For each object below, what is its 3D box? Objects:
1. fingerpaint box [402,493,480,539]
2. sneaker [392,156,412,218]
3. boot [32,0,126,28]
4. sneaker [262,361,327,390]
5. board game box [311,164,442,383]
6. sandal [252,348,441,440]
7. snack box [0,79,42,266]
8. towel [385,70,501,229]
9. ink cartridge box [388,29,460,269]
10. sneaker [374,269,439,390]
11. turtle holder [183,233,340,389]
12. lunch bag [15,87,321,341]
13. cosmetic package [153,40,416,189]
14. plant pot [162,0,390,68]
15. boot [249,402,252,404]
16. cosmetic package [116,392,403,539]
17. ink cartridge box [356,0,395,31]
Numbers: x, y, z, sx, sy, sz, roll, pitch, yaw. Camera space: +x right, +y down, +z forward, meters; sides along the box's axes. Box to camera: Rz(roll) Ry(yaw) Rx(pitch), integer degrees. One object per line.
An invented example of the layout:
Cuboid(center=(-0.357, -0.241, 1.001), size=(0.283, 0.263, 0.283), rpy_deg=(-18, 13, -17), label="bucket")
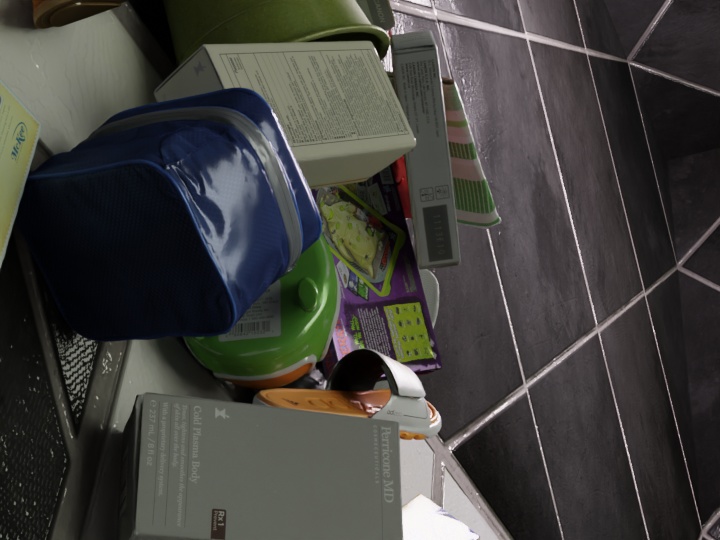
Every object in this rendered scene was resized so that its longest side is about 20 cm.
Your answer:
Cuboid(center=(0.007, 0.295, 1.091), size=(0.168, 0.073, 0.200), rpy_deg=(-62, 164, 16), label="fingerpaint box")
Cuboid(center=(0.001, -0.103, 1.314), size=(0.200, 0.078, 0.116), rpy_deg=(52, 38, -30), label="sneaker")
Cuboid(center=(-0.218, -0.273, 0.981), size=(0.200, 0.076, 0.157), rpy_deg=(-58, 132, -64), label="boot")
Cuboid(center=(-0.062, 0.077, 1.189), size=(0.082, 0.073, 0.200), rpy_deg=(58, 18, -9), label="sneaker")
Cuboid(center=(0.000, 0.000, 1.168), size=(0.119, 0.032, 0.202), rpy_deg=(-3, 75, -43), label="board game box")
Cuboid(center=(0.002, 0.096, 1.050), size=(0.206, 0.079, 0.060), rpy_deg=(8, 103, -51), label="sandal")
Cuboid(center=(-0.263, -0.052, 0.801), size=(0.116, 0.037, 0.202), rpy_deg=(54, 31, -44), label="snack box")
Cuboid(center=(0.063, -0.128, 1.371), size=(0.023, 0.151, 0.201), rpy_deg=(-53, 139, -30), label="towel")
Cuboid(center=(0.059, -0.122, 1.218), size=(0.174, 0.043, 0.202), rpy_deg=(-86, 169, -72), label="ink cartridge box")
Cuboid(center=(0.025, 0.101, 1.318), size=(0.116, 0.073, 0.201), rpy_deg=(99, 10, -59), label="sneaker")
Cuboid(center=(-0.092, 0.013, 1.080), size=(0.186, 0.140, 0.132), rpy_deg=(53, -11, 30), label="turtle holder")
Cuboid(center=(-0.135, -0.040, 0.909), size=(0.132, 0.198, 0.137), rpy_deg=(-44, 121, -44), label="lunch bag")
Cuboid(center=(-0.055, -0.121, 1.038), size=(0.199, 0.073, 0.104), rpy_deg=(-12, 75, -49), label="cosmetic package")
Cuboid(center=(-0.102, -0.244, 1.145), size=(0.192, 0.199, 0.200), rpy_deg=(66, 21, 9), label="plant pot")
Cuboid(center=(-0.066, 0.186, 1.084), size=(0.198, 0.073, 0.164), rpy_deg=(-37, 117, -58), label="boot")
Cuboid(center=(-0.072, 0.160, 0.939), size=(0.090, 0.198, 0.108), rpy_deg=(123, -32, -57), label="cosmetic package")
Cuboid(center=(-0.061, -0.305, 1.250), size=(0.084, 0.174, 0.202), rpy_deg=(-42, 117, -65), label="ink cartridge box")
